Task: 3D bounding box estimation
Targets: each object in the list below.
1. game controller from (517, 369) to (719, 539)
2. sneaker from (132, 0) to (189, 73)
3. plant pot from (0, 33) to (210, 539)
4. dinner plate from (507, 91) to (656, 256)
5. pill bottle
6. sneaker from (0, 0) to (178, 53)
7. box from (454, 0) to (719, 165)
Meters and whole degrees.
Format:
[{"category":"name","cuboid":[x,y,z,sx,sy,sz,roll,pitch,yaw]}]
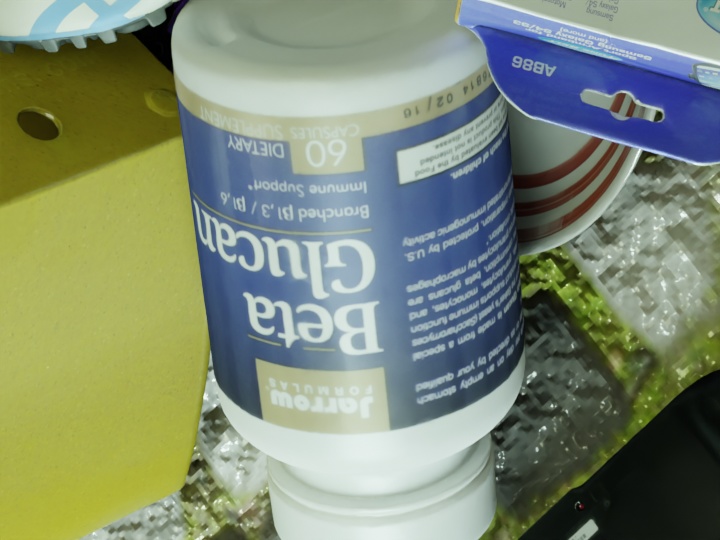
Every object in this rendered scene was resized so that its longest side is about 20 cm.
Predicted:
[{"category":"game controller","cuboid":[0.095,0.127,1.053,0.200,0.042,0.105,-45,56,20]},{"category":"sneaker","cuboid":[-0.093,-0.116,1.113,0.069,0.099,0.201,-1,89,30]},{"category":"plant pot","cuboid":[-0.164,-0.014,1.065,0.200,0.200,0.177,45,132,21]},{"category":"dinner plate","cuboid":[0.046,-0.105,1.050,0.200,0.024,0.201,18,114,49]},{"category":"pill bottle","cuboid":[0.000,0.000,1.027,0.111,0.111,0.201,10,122,28]},{"category":"sneaker","cuboid":[-0.051,-0.136,0.983,0.199,0.072,0.073,-26,118,18]},{"category":"box","cuboid":[0.106,-0.138,0.945,0.119,0.041,0.201,15,78,2]}]
